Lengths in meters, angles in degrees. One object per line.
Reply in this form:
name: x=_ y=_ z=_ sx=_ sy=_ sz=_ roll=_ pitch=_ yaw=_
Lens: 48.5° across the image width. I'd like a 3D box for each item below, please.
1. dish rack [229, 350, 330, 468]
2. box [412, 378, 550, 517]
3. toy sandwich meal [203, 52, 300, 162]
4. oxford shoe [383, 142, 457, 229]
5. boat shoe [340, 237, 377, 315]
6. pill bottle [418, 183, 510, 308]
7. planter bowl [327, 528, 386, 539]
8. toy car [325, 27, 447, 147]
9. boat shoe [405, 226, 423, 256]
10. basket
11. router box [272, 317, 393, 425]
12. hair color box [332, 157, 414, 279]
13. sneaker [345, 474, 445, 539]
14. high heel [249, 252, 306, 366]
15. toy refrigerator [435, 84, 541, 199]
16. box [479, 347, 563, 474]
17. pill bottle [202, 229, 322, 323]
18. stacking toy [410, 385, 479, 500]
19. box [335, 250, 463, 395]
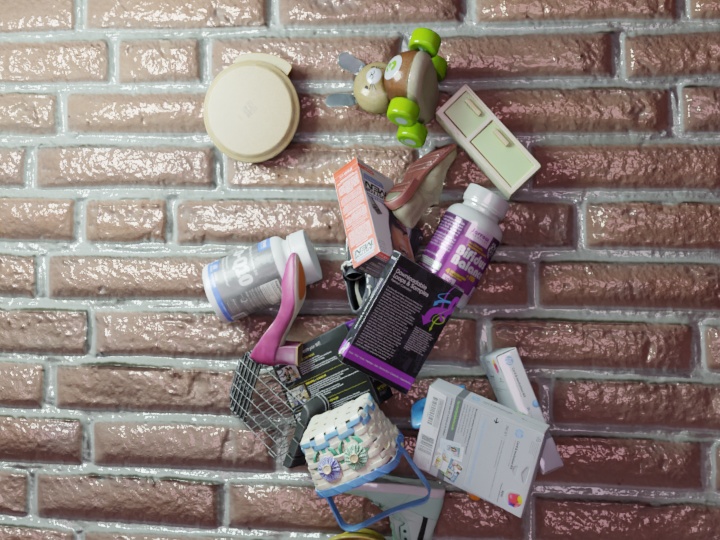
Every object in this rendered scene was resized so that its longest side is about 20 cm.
dish rack: x=-0.155 y=0.244 z=1.433 sx=0.199 sy=0.054 sz=0.155 roll=37 pitch=120 yaw=29
box: x=0.190 y=0.284 z=1.289 sx=0.197 sy=0.041 sz=0.159 roll=20 pitch=113 yaw=25
toy sandwich meal: x=-0.200 y=-0.301 z=1.492 sx=0.201 sy=0.070 sz=0.209 roll=0 pitch=92 yaw=6
oxford shoe: x=0.118 y=-0.153 z=1.425 sx=0.200 sy=0.070 sz=0.075 roll=-47 pitch=112 yaw=-29
boat shoe: x=0.000 y=0.000 z=1.413 sx=0.072 sy=0.062 sz=0.203 roll=-39 pitch=49 yaw=35
pill bottle: x=0.182 y=-0.045 z=1.410 sx=0.111 sy=0.112 sz=0.202 roll=28 pitch=91 yaw=7
planter bowl: x=0.002 y=0.519 z=1.404 sx=0.196 sy=0.084 sz=0.204 roll=3 pitch=114 yaw=7
toy car: x=0.036 y=-0.335 z=1.432 sx=0.197 sy=0.158 sz=0.167 roll=13 pitch=77 yaw=19
boat shoe: x=0.061 y=0.008 z=1.450 sx=0.066 sy=0.070 sz=0.203 roll=22 pitch=85 yaw=-29
basket: x=-0.001 y=0.323 z=1.315 sx=0.175 sy=0.139 sz=0.202 roll=-29 pitch=104 yaw=17
router box: x=-0.054 y=0.190 z=1.412 sx=0.198 sy=0.051 sz=0.151 roll=-28 pitch=84 yaw=35
hair color box: x=0.025 y=-0.085 z=1.387 sx=0.063 sy=0.110 sz=0.203 roll=-31 pitch=55 yaw=29
sneaker: x=0.046 y=0.426 z=1.412 sx=0.197 sy=0.074 sz=0.120 roll=10 pitch=93 yaw=-3
high heel: x=-0.146 y=0.067 z=1.386 sx=0.094 sy=0.067 sz=0.204 roll=5 pitch=106 yaw=12
toy refrigerator: x=0.228 y=-0.230 z=1.435 sx=0.076 sy=0.070 sz=0.201 roll=-41 pitch=83 yaw=3
box: x=0.269 y=0.233 z=1.357 sx=0.041 sy=0.156 sz=0.203 roll=-22 pitch=84 yaw=-4
pill bottle: x=-0.175 y=0.008 z=1.448 sx=0.197 sy=0.114 sz=0.115 roll=-23 pitch=85 yaw=5
stacking toy: x=0.173 y=0.315 z=1.409 sx=0.108 sy=0.116 sz=0.203 roll=-23 pitch=96 yaw=8
box: x=0.066 y=0.087 z=1.321 sx=0.142 sy=0.036 sz=0.202 roll=29 pitch=93 yaw=-25
